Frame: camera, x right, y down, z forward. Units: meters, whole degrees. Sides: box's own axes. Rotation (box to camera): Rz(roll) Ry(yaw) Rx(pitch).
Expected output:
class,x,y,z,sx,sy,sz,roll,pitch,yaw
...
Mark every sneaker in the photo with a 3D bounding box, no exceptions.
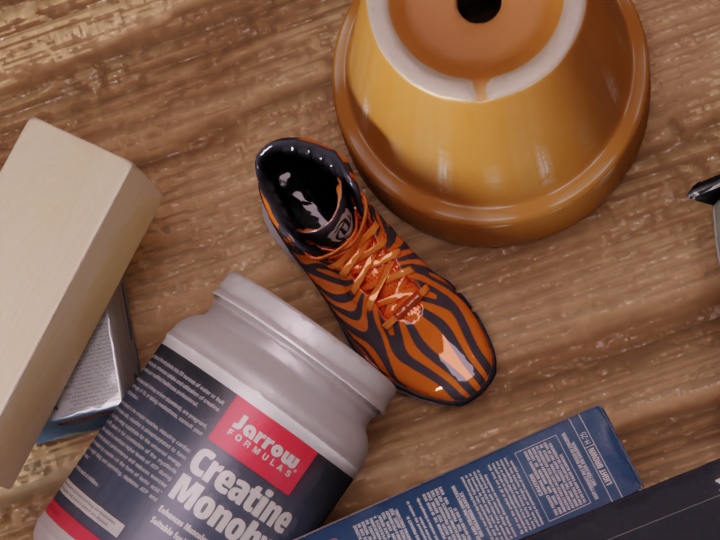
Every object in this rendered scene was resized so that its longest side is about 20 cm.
class,x,y,z,sx,sy,sz,roll,pitch,yaw
sneaker,0.000,0.000,1.175,0.078,0.112,0.200,-45,76,-4

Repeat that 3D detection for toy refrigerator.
class,x,y,z,sx,sy,sz,roll,pitch,yaw
toy refrigerator,-0.200,0.020,1.153,0.076,0.070,0.201,24,81,17

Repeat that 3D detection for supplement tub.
class,x,y,z,sx,sy,sz,roll,pitch,yaw
supplement tub,-0.084,0.117,1.146,0.140,0.140,0.200,33,84,13

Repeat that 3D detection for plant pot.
class,x,y,z,sx,sy,sz,roll,pitch,yaw
plant pot,0.073,-0.132,1.159,0.199,0.183,0.202,-2,77,7

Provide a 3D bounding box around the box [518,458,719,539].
class,x,y,z,sx,sy,sz,roll,pitch,yaw
box,0.146,0.226,1.035,0.199,0.104,0.183,-21,67,-2

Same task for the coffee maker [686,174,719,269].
class,x,y,z,sx,sy,sz,roll,pitch,yaw
coffee maker,0.275,0.032,1.093,0.134,0.192,0.201,-3,78,-10

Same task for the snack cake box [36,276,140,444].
class,x,y,z,sx,sy,sz,roll,pitch,yaw
snack cake box,-0.243,0.057,1.218,0.199,0.067,0.116,-13,77,5

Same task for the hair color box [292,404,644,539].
class,x,y,z,sx,sy,sz,roll,pitch,yaw
hair color box,0.060,0.157,1.121,0.199,0.100,0.061,-23,65,-7
